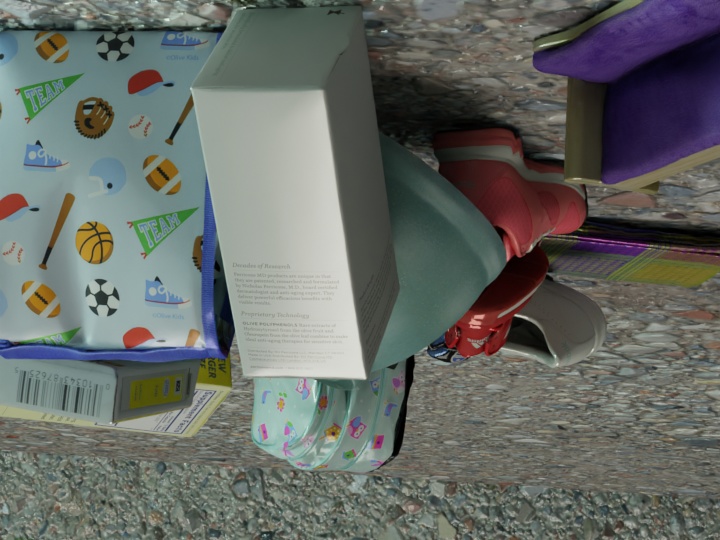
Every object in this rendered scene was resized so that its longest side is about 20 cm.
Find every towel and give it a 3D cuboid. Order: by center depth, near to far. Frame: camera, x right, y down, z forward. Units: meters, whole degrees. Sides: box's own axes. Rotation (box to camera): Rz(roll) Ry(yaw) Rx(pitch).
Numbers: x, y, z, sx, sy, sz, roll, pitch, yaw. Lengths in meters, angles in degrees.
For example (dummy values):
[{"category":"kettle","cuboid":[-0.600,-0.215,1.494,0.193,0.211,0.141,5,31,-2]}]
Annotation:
[{"category":"towel","cuboid":[0.220,-0.016,1.728,0.199,0.023,0.144,6,168,-8]}]

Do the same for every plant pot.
[{"category":"plant pot","cuboid":[-0.018,-0.004,1.386,0.200,0.134,0.200,31,165,9]}]

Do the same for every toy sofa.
[{"category":"toy sofa","cuboid":[0.181,-0.107,1.172,0.097,0.083,0.200,7,167,-24]}]

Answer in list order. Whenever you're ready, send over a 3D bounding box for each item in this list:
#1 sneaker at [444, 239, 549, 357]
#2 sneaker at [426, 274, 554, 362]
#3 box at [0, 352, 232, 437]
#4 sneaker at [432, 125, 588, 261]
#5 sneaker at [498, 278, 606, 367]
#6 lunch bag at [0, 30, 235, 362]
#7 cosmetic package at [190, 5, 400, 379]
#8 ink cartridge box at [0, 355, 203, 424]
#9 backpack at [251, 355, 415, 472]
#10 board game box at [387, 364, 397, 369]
[{"category":"sneaker","cuboid":[0.100,0.031,1.553,0.078,0.116,0.200,15,-155,12]},{"category":"sneaker","cuboid":[0.104,0.039,1.810,0.078,0.090,0.200,9,173,-29]},{"category":"box","cuboid":[-0.213,0.025,1.618,0.199,0.177,0.097,9,148,-23]},{"category":"sneaker","cuboid":[0.105,-0.042,1.483,0.073,0.087,0.200,-3,167,29]},{"category":"sneaker","cuboid":[0.101,0.027,1.686,0.199,0.076,0.088,21,-149,27]},{"category":"lunch bag","cuboid":[-0.157,-0.042,1.283,0.169,0.201,0.124,0,167,11]},{"category":"cosmetic package","cuboid":[-0.034,-0.045,1.209,0.084,0.201,0.108,0,-149,15]},{"category":"ink cartridge box","cuboid":[-0.219,0.066,1.391,0.197,0.047,0.200,7,180,16]},{"category":"backpack","cuboid":[-0.024,0.080,1.811,0.126,0.201,0.167,9,167,-26]},{"category":"board game box","cuboid":[0.000,0.000,1.606,0.028,0.136,0.200,35,-171,34]}]
